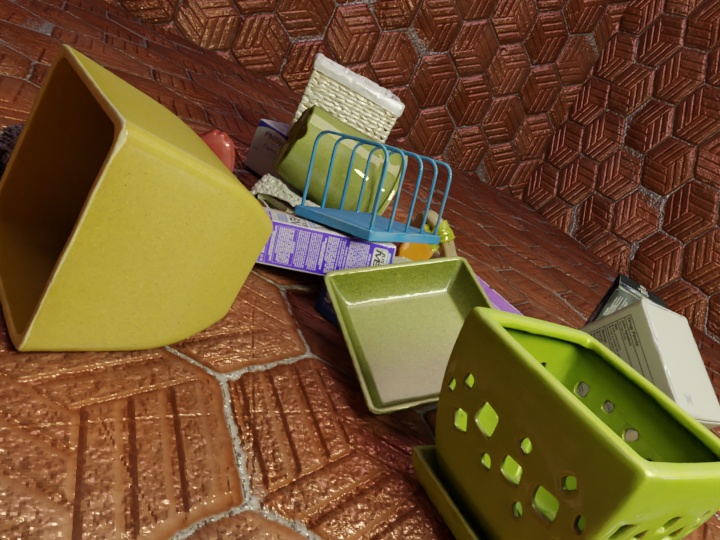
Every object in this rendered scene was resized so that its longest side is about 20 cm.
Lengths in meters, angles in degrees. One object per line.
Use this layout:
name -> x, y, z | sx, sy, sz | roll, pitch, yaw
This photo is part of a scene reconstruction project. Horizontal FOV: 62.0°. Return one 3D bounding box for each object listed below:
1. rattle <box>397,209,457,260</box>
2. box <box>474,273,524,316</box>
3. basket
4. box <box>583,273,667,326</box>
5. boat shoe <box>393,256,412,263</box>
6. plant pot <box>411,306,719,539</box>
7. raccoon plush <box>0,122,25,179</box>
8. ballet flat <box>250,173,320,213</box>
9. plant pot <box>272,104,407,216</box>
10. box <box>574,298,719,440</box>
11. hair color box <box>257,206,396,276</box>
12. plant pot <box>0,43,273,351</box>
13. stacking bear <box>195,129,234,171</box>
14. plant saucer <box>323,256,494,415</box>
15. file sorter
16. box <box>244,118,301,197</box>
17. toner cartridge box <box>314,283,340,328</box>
rattle -> 0.108, -0.051, 1.268 | 0.131, 0.142, 0.199 | 54, -13, -29
box -> 0.191, 0.088, 0.848 | 0.137, 0.039, 0.201 | 46, -7, 38
basket -> -0.033, -0.320, 1.220 | 0.196, 0.163, 0.199 | 24, 19, -12
box -> 0.399, 0.120, 0.969 | 0.085, 0.203, 0.163 | 33, 20, 17
boat shoe -> 0.000, 0.000, 0.961 | 0.196, 0.075, 0.062 | 13, -20, -27
plant pot -> 0.171, 0.171, 0.527 | 0.196, 0.184, 0.200 | 13, 24, -37
raccoon plush -> -0.381, -0.141, 0.696 | 0.196, 0.099, 0.134 | 21, 11, -21
ballet flat -> -0.114, -0.090, 1.011 | 0.198, 0.073, 0.071 | 35, 19, 24
plant pot -> -0.048, -0.183, 1.056 | 0.182, 0.202, 0.201 | 34, 15, -21
box -> 0.286, 0.140, 0.699 | 0.107, 0.199, 0.131 | 16, 55, -35
hair color box -> -0.059, -0.035, 0.840 | 0.195, 0.066, 0.109 | 13, 11, -15
plant pot -> -0.200, -0.049, 0.561 | 0.198, 0.198, 0.194 | 18, 20, -48
stacking bear -> -0.248, -0.099, 0.743 | 0.118, 0.116, 0.201 | 11, 29, 6
plant saucer -> 0.070, 0.078, 0.705 | 0.195, 0.049, 0.202 | -6, 47, -18
file sorter -> 0.027, -0.118, 0.869 | 0.137, 0.126, 0.198 | 20, 13, 32
box -> -0.112, -0.220, 1.265 | 0.182, 0.107, 0.199 | 34, 18, 18
toner cartridge box -> 0.040, 0.084, 0.787 | 0.199, 0.044, 0.094 | 38, 21, 25
